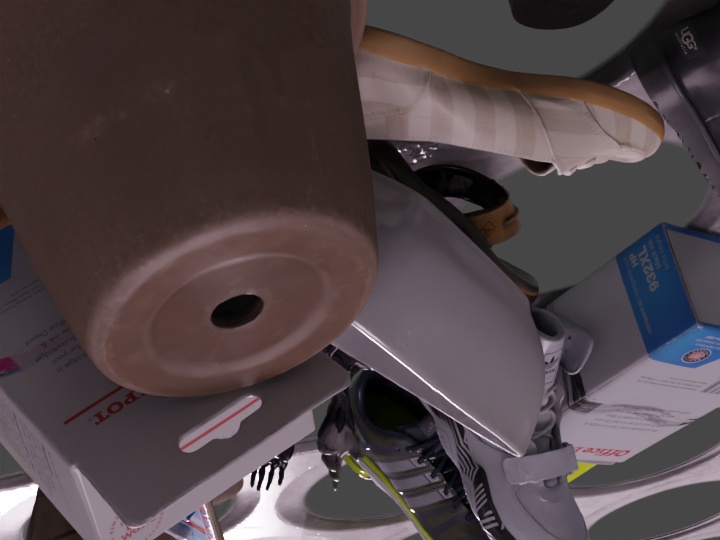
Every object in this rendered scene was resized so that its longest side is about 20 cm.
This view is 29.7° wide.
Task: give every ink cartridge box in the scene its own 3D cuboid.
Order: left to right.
[{"bbox_3d":[-0.101,0.047,0.601,0.114,0.199,0.069,-31,135,-25],"label":"ink cartridge box"},{"bbox_3d":[0.204,0.061,0.991,0.144,0.085,0.200,9,144,-39],"label":"ink cartridge box"}]

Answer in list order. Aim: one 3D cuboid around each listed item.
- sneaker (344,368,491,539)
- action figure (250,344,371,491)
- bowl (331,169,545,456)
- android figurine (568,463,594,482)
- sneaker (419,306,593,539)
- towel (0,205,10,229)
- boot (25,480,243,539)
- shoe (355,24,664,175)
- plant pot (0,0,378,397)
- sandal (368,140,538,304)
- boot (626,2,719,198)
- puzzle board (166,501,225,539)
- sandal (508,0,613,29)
[{"bbox_3d":[0.055,0.145,0.985,0.074,0.199,0.082,-40,150,-28],"label":"sneaker"},{"bbox_3d":[-0.051,0.098,0.926,0.117,0.103,0.200,11,146,-19],"label":"action figure"},{"bbox_3d":[0.000,0.000,0.705,0.200,0.199,0.075,38,82,-47],"label":"bowl"},{"bbox_3d":[0.133,0.173,1.209,0.180,0.042,0.200,3,147,-29],"label":"android figurine"},{"bbox_3d":[0.116,0.104,0.918,0.074,0.202,0.115,-8,150,-43],"label":"sneaker"},{"bbox_3d":[-0.216,-0.034,0.693,0.144,0.022,0.201,-4,151,-16],"label":"towel"},{"bbox_3d":[-0.167,0.221,1.044,0.197,0.148,0.070,5,146,-32],"label":"boot"},{"bbox_3d":[0.070,-0.076,0.689,0.197,0.054,0.070,10,-179,-29],"label":"shoe"},{"bbox_3d":[-0.070,-0.054,0.536,0.197,0.176,0.201,-16,148,-11],"label":"plant pot"},{"bbox_3d":[0.054,-0.038,0.776,0.055,0.082,0.200,-52,135,-2],"label":"sandal"},{"bbox_3d":[0.261,-0.120,0.721,0.198,0.066,0.164,-30,150,19],"label":"boot"},{"bbox_3d":[-0.176,0.108,0.838,0.198,0.018,0.151,26,155,14],"label":"puzzle board"},{"bbox_3d":[0.134,-0.162,0.594,0.074,0.046,0.200,2,148,-27],"label":"sandal"}]
